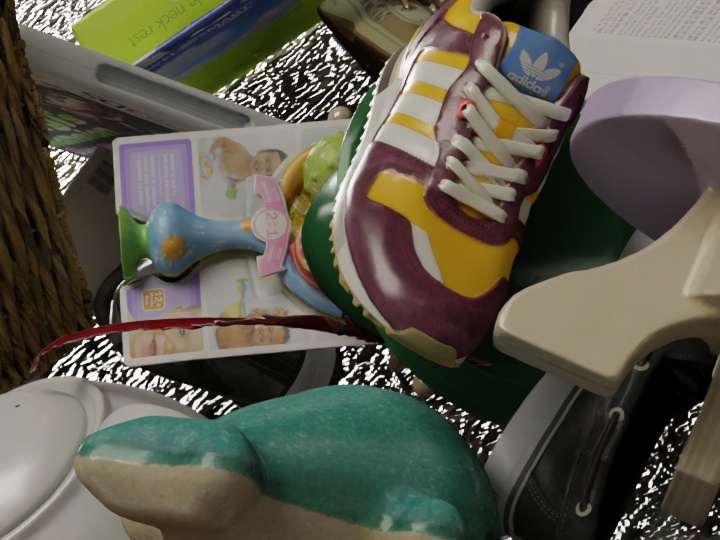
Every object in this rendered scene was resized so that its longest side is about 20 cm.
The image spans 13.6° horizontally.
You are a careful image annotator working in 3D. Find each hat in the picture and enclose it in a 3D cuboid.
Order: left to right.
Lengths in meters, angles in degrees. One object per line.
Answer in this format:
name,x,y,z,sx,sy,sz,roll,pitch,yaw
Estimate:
hat,0.000,0.000,1.353,0.176,0.200,0.166,-22,44,49

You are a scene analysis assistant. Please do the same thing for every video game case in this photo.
video game case,-0.136,-0.082,1.577,0.200,0.181,0.023,-1,71,64

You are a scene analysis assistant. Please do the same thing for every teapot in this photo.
teapot,-0.139,0.117,1.351,0.200,0.146,0.197,-35,29,2

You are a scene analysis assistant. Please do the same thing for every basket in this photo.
basket,-0.241,-0.032,1.445,0.149,0.201,0.143,3,25,36

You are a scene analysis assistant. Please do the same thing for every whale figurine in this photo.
whale figurine,-0.025,0.084,1.177,0.159,0.200,0.104,2,71,35

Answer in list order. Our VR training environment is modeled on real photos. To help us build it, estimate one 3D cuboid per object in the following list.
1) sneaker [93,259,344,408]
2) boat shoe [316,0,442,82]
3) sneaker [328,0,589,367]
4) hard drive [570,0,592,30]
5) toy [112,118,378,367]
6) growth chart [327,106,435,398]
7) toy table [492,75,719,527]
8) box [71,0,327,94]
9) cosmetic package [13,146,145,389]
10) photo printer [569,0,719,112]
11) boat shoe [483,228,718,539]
sneaker,-0.092,0.020,1.484,0.200,0.090,0.067,23,84,56
boat shoe,0.035,-0.123,1.582,0.063,0.073,0.200,-41,29,-2
sneaker,0.045,-0.051,1.196,0.090,0.075,0.200,-45,25,35
hard drive,0.053,-0.196,1.583,0.199,0.038,0.140,17,44,9
toy,-0.016,-0.023,1.391,0.199,0.047,0.116,-6,70,4
growth chart,0.012,-0.020,1.482,0.200,0.018,0.145,17,73,56
toy table,0.160,0.017,1.159,0.199,0.184,0.117,18,64,18
box,-0.084,-0.141,1.662,0.122,0.048,0.200,-34,-6,5
cosmetic package,-0.180,0.033,1.589,0.200,0.051,0.083,-58,9,-32
photo printer,0.181,-0.108,1.392,0.166,0.070,0.200,-50,30,-20
boat shoe,0.123,0.038,1.267,0.057,0.069,0.200,26,67,25
